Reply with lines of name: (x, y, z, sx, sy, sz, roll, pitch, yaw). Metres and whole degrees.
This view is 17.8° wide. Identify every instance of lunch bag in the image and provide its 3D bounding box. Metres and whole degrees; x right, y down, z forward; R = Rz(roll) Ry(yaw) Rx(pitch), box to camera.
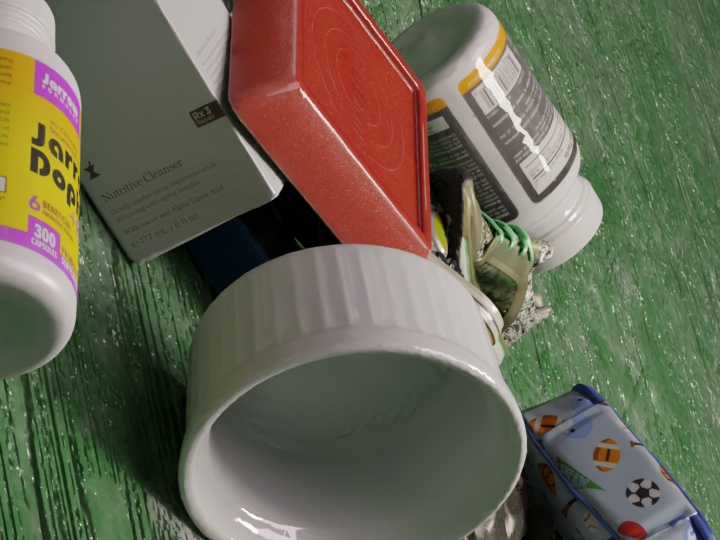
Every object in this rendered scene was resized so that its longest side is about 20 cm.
lunch bag: (0.180, 0.186, 1.645, 0.200, 0.075, 0.161, 54, -18, 38)

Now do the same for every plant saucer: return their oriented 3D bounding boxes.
plant saucer: (-0.010, -0.107, 1.421, 0.200, 0.036, 0.201, 51, 26, -37)

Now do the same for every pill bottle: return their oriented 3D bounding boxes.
pill bottle: (0.102, -0.100, 1.798, 0.200, 0.116, 0.117, 54, 27, -28)
pill bottle: (-0.194, -0.052, 1.170, 0.104, 0.104, 0.201, 40, 36, -44)

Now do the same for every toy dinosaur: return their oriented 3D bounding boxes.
toy dinosaur: (0.080, 0.163, 1.577, 0.103, 0.077, 0.200, 64, 21, 11)

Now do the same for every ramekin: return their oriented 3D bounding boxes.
ramekin: (-0.009, 0.078, 1.332, 0.200, 0.200, 0.098, 44, 25, -40)

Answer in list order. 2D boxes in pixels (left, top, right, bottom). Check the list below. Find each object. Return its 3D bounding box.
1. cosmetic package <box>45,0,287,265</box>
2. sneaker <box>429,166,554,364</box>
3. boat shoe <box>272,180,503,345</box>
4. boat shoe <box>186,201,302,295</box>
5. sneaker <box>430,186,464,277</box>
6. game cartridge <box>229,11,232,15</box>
cosmetic package: (-0.132, -0.120, 1.348, 0.201, 0.112, 0.081, 56, 26, -19)
sneaker: (0.095, -0.014, 1.674, 0.077, 0.088, 0.201, 53, -14, 38)
boat shoe: (0.000, 0.000, 1.499, 0.199, 0.062, 0.075, 37, -16, 17)
boat shoe: (-0.033, 0.027, 1.451, 0.069, 0.084, 0.201, -39, 107, -53)
sneaker: (0.023, 0.006, 1.588, 0.077, 0.079, 0.201, 18, 48, -45)
game cartridge: (-0.042, -0.126, 1.550, 0.133, 0.042, 0.200, 38, 26, 4)
